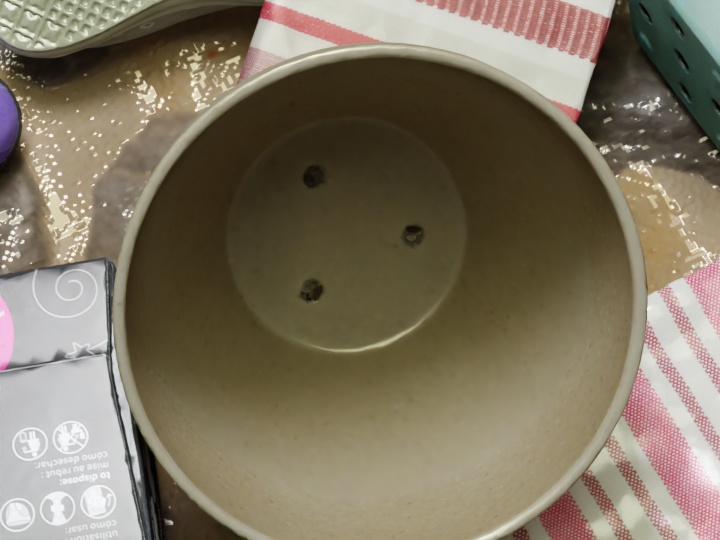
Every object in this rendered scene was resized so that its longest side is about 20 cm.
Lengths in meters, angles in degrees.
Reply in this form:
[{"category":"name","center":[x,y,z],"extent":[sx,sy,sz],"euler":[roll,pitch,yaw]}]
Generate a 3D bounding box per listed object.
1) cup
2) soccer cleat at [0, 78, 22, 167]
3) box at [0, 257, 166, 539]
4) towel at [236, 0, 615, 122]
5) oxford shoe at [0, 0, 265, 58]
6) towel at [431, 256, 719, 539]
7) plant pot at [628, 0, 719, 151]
[{"category":"cup","center":[0.000,0.000,1.163],"extent":[0.199,0.143,0.201],"euler":[-2,103,-7]},{"category":"soccer cleat","center":[-0.237,-0.087,1.246],"extent":[0.199,0.073,0.068],"euler":[24,92,-11]},{"category":"box","center":[-0.179,0.092,1.158],"extent":[0.199,0.115,0.133],"euler":[-10,64,-1]},{"category":"towel","center":[0.040,-0.130,1.262],"extent":[0.143,0.023,0.201],"euler":[19,84,-2]},{"category":"oxford shoe","center":[-0.069,-0.143,1.296],"extent":[0.199,0.058,0.076],"euler":[-18,93,2]},{"category":"towel","center":[0.145,0.070,1.199],"extent":[0.199,0.030,0.147],"euler":[-28,64,-11]},{"category":"plant pot","center":[0.217,-0.139,1.248],"extent":[0.200,0.141,0.142],"euler":[-32,65,-5]}]
